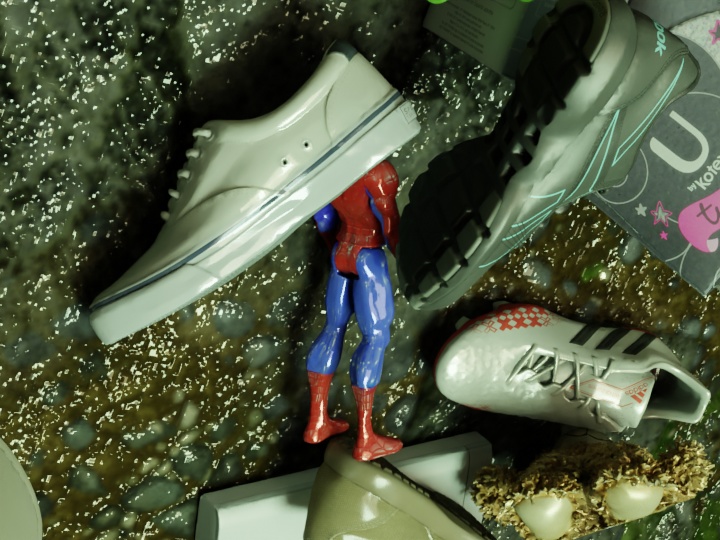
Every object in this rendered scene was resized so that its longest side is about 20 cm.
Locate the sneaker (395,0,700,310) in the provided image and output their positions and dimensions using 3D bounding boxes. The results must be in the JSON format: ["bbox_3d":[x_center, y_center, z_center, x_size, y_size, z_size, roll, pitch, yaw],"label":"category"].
[{"bbox_3d":[0.092,-0.048,0.880,0.079,0.076,0.200,16,128,-33],"label":"sneaker"}]

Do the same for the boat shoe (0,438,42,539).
[{"bbox_3d":[-0.236,0.100,0.863,0.063,0.073,0.200,-16,145,25],"label":"boat shoe"}]

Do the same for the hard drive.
[{"bbox_3d":[-0.012,0.179,1.079,0.199,0.027,0.132,-9,119,-32],"label":"hard drive"}]

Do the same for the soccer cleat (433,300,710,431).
[{"bbox_3d":[0.134,0.066,1.085,0.199,0.085,0.069,7,110,-39],"label":"soccer cleat"}]

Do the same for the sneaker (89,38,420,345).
[{"bbox_3d":[-0.066,-0.041,0.898,0.200,0.073,0.071,-37,90,1],"label":"sneaker"}]

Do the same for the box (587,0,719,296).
[{"bbox_3d":[0.207,-0.108,0.926,0.115,0.132,0.200,-25,153,-57],"label":"box"}]

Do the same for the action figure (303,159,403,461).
[{"bbox_3d":[0.000,0.000,0.960,0.052,0.065,0.201,-16,115,-42],"label":"action figure"}]

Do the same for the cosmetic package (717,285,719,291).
[{"bbox_3d":[0.257,-0.029,1.114,0.200,0.103,0.087,37,89,-42],"label":"cosmetic package"}]

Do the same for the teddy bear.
[{"bbox_3d":[0.139,0.129,1.075,0.145,0.067,0.200,-20,171,22],"label":"teddy bear"}]

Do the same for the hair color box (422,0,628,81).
[{"bbox_3d":[0.110,-0.200,0.907,0.060,0.099,0.201,13,106,-28],"label":"hair color box"}]

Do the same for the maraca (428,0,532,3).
[{"bbox_3d":[0.055,-0.229,0.834,0.107,0.137,0.201,-36,125,-67],"label":"maraca"}]

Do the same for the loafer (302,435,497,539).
[{"bbox_3d":[0.034,0.167,1.045,0.200,0.076,0.068,39,90,-34],"label":"loafer"}]
